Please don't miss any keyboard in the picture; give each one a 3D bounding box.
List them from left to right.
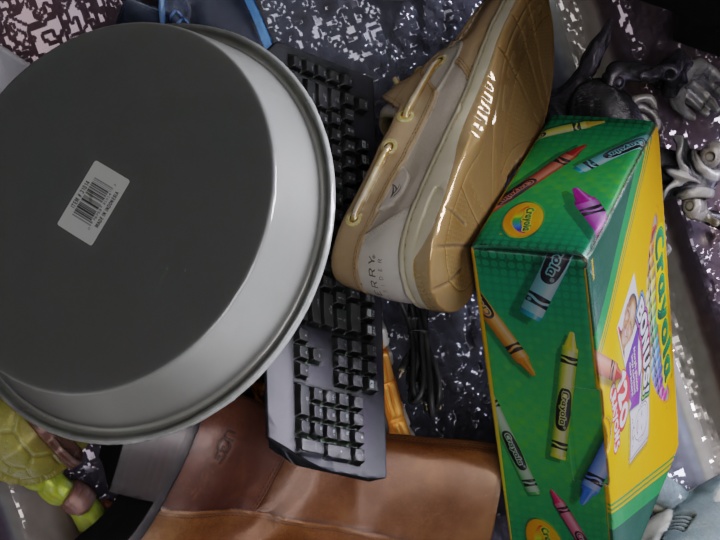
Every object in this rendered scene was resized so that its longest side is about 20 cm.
[{"bbox_3d":[0.000,0.000,0.869,0.127,0.020,0.202,19,63,-47],"label":"keyboard"}]

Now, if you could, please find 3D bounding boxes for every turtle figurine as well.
[{"bbox_3d":[-0.159,0.059,0.905,0.161,0.064,0.201,-40,101,-7],"label":"turtle figurine"}]

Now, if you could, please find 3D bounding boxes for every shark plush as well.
[{"bbox_3d":[0.223,0.147,0.987,0.198,0.083,0.092,-8,96,-12],"label":"shark plush"}]

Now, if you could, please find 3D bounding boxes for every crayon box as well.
[{"bbox_3d":[0.109,0.041,0.897,0.058,0.119,0.202,6,126,23],"label":"crayon box"}]

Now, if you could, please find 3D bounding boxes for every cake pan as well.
[{"bbox_3d":[-0.108,-0.024,0.825,0.198,0.037,0.203,-8,70,22],"label":"cake pan"}]

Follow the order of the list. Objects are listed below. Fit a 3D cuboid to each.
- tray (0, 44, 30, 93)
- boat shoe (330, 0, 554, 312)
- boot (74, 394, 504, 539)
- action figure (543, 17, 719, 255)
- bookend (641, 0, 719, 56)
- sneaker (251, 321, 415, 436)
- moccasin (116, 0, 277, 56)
[{"bbox_3d":[-0.138,-0.022,0.873,0.199,0.022,0.108,33,88,29],"label":"tray"},{"bbox_3d":[0.039,-0.068,0.872,0.201,0.068,0.074,-65,146,-37],"label":"boat shoe"},{"bbox_3d":[-0.044,0.151,0.909,0.198,0.068,0.190,14,102,-19],"label":"boot"},{"bbox_3d":[0.162,-0.053,0.955,0.198,0.102,0.120,24,98,13],"label":"action figure"},{"bbox_3d":[0.193,-0.161,0.904,0.197,0.200,0.093,16,90,-10],"label":"bookend"},{"bbox_3d":[-0.023,0.048,0.931,0.076,0.078,0.202,-16,97,-3],"label":"sneaker"},{"bbox_3d":[-0.092,-0.133,0.910,0.068,0.080,0.201,-28,85,-4],"label":"moccasin"}]
